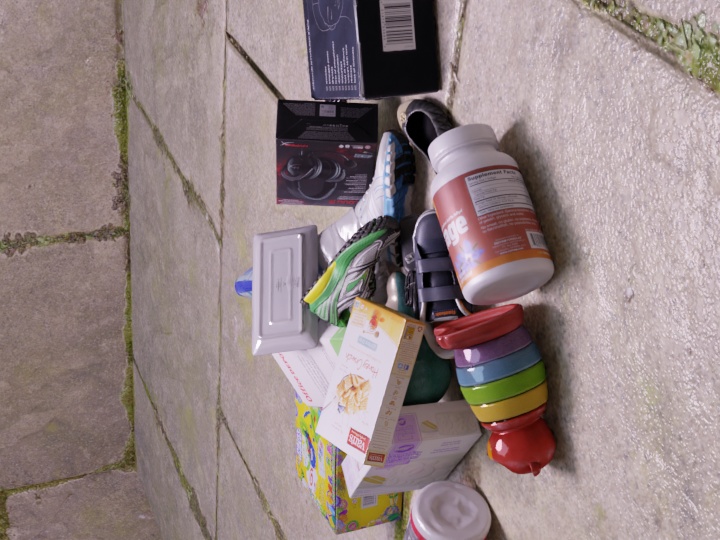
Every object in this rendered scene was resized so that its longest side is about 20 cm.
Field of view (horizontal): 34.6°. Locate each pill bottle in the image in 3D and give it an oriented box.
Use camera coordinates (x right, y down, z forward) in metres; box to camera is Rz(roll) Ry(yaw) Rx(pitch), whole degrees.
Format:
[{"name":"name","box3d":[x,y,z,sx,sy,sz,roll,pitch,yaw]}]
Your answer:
[{"name":"pill bottle","box3d":[0.112,0.402,1.641,0.111,0.111,0.200,-120,30,-42]},{"name":"pill bottle","box3d":[0.149,-0.069,1.378,0.112,0.112,0.200,125,133,-60]}]

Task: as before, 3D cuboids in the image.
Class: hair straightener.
[{"name":"hair straightener","box3d":[0.069,0.008,1.587,0.077,0.041,0.200,51,-144,-53]}]

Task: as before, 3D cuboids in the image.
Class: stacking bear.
[{"name":"stacking bear","box3d":[0.176,0.151,1.402,0.121,0.114,0.200,-69,-40,-86]}]

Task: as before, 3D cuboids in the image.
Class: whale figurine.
[{"name":"whale figurine","box3d":[0.078,0.103,1.646,0.159,0.104,0.200,43,-134,-69]}]

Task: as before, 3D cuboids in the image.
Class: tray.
[{"name":"tray","box3d":[-0.117,0.026,1.739,0.022,0.107,0.200,50,-145,-62]}]

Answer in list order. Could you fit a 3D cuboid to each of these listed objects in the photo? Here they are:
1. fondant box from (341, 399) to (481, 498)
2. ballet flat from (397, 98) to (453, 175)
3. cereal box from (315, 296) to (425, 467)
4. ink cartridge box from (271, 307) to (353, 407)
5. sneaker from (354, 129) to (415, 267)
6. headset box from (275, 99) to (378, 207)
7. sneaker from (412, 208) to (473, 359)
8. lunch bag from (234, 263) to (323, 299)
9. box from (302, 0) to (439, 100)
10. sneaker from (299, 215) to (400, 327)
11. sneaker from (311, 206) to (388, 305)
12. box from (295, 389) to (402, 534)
[{"name":"fondant box","box3d":[0.069,0.256,1.647,0.200,0.144,0.058,115,146,-54]},{"name":"ballet flat","box3d":[0.093,-0.177,1.550,0.200,0.057,0.067,-126,35,-49]},{"name":"cereal box","box3d":[0.011,0.147,1.550,0.144,0.039,0.200,20,94,60]},{"name":"ink cartridge box","box3d":[-0.028,0.136,1.771,0.200,0.084,0.146,-3,126,46]},{"name":"sneaker","box3d":[0.029,-0.106,1.674,0.087,0.075,0.200,12,110,33]},{"name":"headset box","box3d":[-0.053,-0.167,1.739,0.200,0.149,0.077,98,173,-60]},{"name":"sneaker","box3d":[0.112,0.021,1.524,0.079,0.078,0.200,-53,-47,-71]},{"name":"lunch bag","box3d":[-0.090,0.009,1.881,0.170,0.200,0.128,166,96,-67]},{"name":"box","box3d":[0.009,-0.341,1.610,0.197,0.124,0.200,-162,65,-64]},{"name":"sneaker","box3d":[0.000,0.000,1.658,0.085,0.078,0.200,38,123,-1]},{"name":"sneaker","box3d":[0.024,-0.002,1.760,0.200,0.116,0.074,50,-161,0]},{"name":"box","box3d":[-0.022,0.292,1.919,0.193,0.122,0.200,-135,41,-56]}]
